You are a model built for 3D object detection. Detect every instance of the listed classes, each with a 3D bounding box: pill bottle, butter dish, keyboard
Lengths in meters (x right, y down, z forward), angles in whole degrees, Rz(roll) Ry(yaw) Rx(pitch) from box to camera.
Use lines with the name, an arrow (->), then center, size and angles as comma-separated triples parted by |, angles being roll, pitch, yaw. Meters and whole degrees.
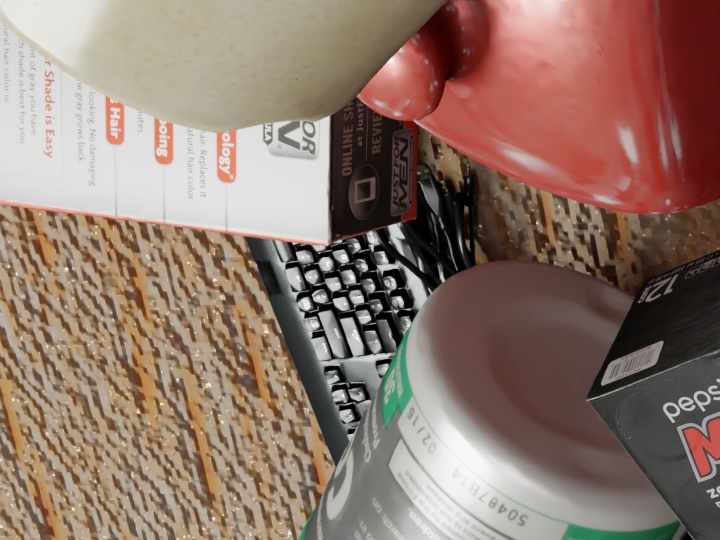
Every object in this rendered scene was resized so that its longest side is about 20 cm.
pill bottle -> 0.037, 0.102, 0.974 | 0.113, 0.113, 0.200 | 34, 129, 10
butter dish -> 0.053, -0.094, 0.831 | 0.199, 0.148, 0.200 | 29, 143, 41
keyboard -> 0.000, 0.000, 1.011 | 0.104, 0.040, 0.200 | -11, 109, 33

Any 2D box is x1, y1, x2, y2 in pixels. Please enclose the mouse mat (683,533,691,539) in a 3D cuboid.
mouse mat -> 0.165, 0.197, 1.039 | 0.200, 0.008, 0.161 | 35, 125, 8

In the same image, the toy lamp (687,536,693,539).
toy lamp -> 0.182, 0.169, 0.980 | 0.200, 0.058, 0.058 | 42, 126, 7

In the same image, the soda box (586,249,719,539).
soda box -> 0.166, 0.013, 0.793 | 0.200, 0.063, 0.071 | -25, 112, 38

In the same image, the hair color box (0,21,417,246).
hair color box -> -0.079, -0.071, 0.983 | 0.200, 0.061, 0.102 | 8, 103, 31

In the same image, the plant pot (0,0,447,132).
plant pot -> -0.014, -0.140, 0.695 | 0.200, 0.200, 0.183 | 41, 129, 5
